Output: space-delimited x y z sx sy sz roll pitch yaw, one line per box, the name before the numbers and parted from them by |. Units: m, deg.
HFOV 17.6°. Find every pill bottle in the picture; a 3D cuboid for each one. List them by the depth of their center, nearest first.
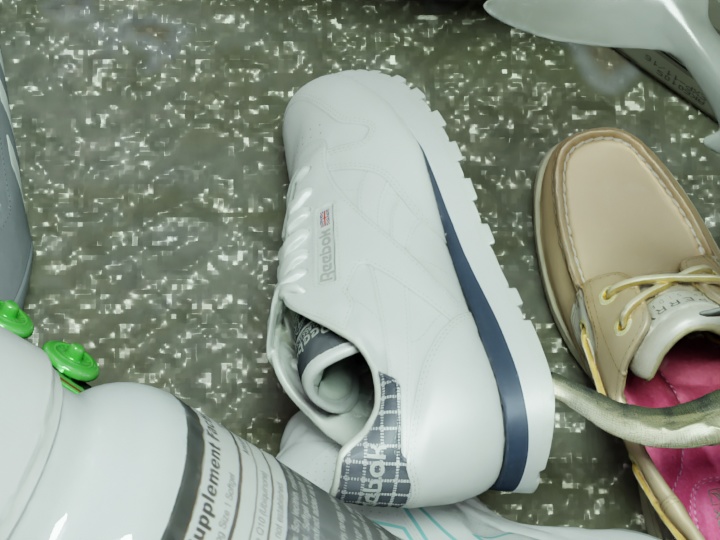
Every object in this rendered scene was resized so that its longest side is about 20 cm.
pill bottle | -0.056 0.104 0.690 0.199 0.116 0.117 34 70 -22

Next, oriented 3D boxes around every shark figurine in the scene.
shark figurine | 0.136 -0.025 0.780 0.089 0.214 0.129 -38 52 21

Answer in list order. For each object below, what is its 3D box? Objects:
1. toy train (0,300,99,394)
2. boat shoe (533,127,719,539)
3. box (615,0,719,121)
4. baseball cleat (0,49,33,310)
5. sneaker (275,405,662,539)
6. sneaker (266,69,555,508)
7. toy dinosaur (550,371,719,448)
toy train | -0.128 0.037 0.808 0.199 0.056 0.042 32 107 9
boat shoe | 0.118 0.030 0.851 0.073 0.069 0.201 -18 72 -8
box | 0.186 -0.159 0.909 0.078 0.095 0.200 35 72 10
baseball cleat | -0.162 -0.065 0.857 0.069 0.107 0.202 -9 73 -10
sneaker | 0.048 0.121 0.809 0.199 0.071 0.080 22 44 12
sneaker | 0.000 0.000 0.826 0.080 0.077 0.201 -10 44 -16
toy dinosaur | 0.165 0.051 0.791 0.198 0.048 0.088 -11 45 -14
